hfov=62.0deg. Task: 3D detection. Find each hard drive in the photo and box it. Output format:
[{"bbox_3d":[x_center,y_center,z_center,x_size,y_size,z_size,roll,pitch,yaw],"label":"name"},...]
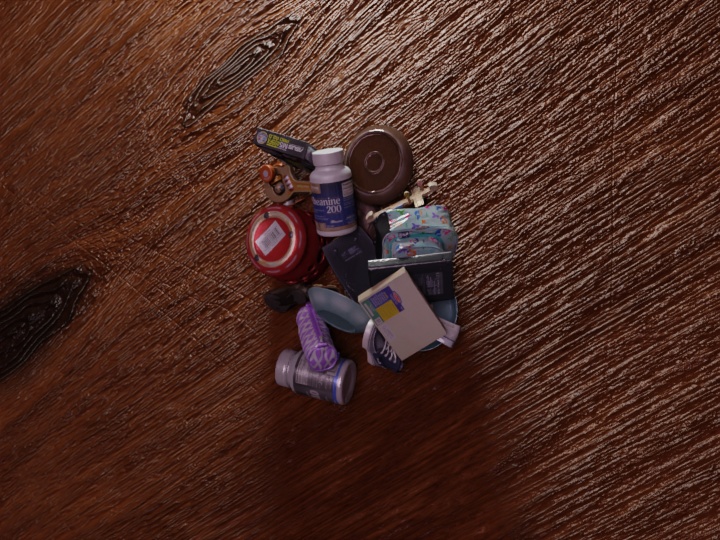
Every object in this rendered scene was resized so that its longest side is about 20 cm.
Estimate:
[{"bbox_3d":[0.118,0.024,1.396,0.192,0.142,0.034,-6,48,5],"label":"hard drive"},{"bbox_3d":[0.000,0.000,1.529,0.132,0.043,0.203,-29,72,-17],"label":"hard drive"}]

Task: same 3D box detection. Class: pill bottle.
[{"bbox_3d":[-0.071,-0.198,1.515,0.107,0.111,0.207,0,109,19],"label":"pill bottle"},{"bbox_3d":[-0.117,0.271,1.559,0.193,0.113,0.118,9,88,21],"label":"pill bottle"}]

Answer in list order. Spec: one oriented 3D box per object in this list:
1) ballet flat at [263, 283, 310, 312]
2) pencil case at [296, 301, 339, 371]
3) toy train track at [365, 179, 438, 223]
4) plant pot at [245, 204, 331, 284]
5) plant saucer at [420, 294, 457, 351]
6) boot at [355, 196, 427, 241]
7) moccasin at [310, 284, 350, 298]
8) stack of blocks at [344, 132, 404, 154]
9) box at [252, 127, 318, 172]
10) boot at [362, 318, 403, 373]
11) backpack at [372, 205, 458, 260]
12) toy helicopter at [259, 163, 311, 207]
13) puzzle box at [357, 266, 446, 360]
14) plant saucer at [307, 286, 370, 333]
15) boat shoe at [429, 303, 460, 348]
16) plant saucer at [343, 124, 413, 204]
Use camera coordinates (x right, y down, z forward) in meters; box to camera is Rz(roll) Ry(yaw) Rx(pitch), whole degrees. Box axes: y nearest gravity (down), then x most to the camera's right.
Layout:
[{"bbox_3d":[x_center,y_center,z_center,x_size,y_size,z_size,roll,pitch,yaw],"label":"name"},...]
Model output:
[{"bbox_3d":[-0.195,0.067,1.612,0.197,0.047,0.068,-18,118,50],"label":"ballet flat"},{"bbox_3d":[-0.115,0.169,1.530,0.081,0.201,0.088,-15,121,-10],"label":"pencil case"},{"bbox_3d":[0.098,-0.176,1.480,0.195,0.116,0.033,-26,116,11],"label":"toy train track"},{"bbox_3d":[-0.192,-0.067,1.584,0.193,0.182,0.209,-1,86,18],"label":"plant pot"},{"bbox_3d":[0.152,0.099,1.521,0.193,0.027,0.208,-2,84,20],"label":"plant saucer"},{"bbox_3d":[0.054,-0.168,1.569,0.200,0.064,0.188,43,98,23],"label":"boot"},{"bbox_3d":[-0.048,0.075,1.570,0.196,0.077,0.076,20,92,21],"label":"moccasin"},{"bbox_3d":[0.028,-0.284,1.585,0.193,0.058,0.120,-5,83,20],"label":"stack of blocks"},{"bbox_3d":[-0.169,-0.306,1.585,0.156,0.199,0.046,20,90,20],"label":"box"},{"bbox_3d":[0.061,0.187,1.466,0.088,0.202,0.074,18,67,17],"label":"boot"},{"bbox_3d":[0.139,-0.064,1.445,0.193,0.180,0.154,-13,54,-9],"label":"backpack"},{"bbox_3d":[-0.184,-0.222,1.646,0.194,0.078,0.138,6,104,28],"label":"toy helicopter"},{"bbox_3d":[0.098,0.103,1.384,0.131,0.026,0.202,-30,116,13],"label":"puzzle box"},{"bbox_3d":[-0.052,0.112,1.501,0.195,0.202,0.040,18,67,21],"label":"plant saucer"},{"bbox_3d":[0.156,0.102,1.466,0.198,0.075,0.088,30,89,13],"label":"boat shoe"},{"bbox_3d":[0.039,-0.274,1.531,0.193,0.034,0.209,-2,85,20],"label":"plant saucer"}]
